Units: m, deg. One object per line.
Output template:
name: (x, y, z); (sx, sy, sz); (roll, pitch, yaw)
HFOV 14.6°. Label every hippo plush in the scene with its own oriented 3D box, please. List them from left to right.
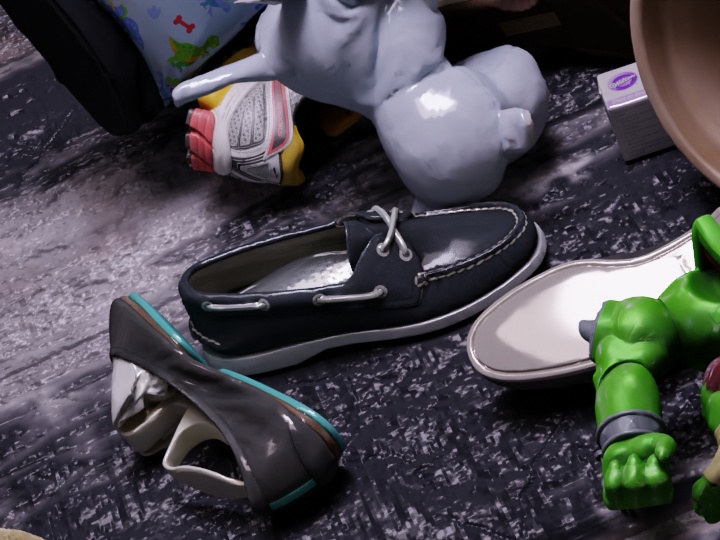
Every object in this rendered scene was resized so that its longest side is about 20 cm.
hippo plush: (0.038, -0.122, 1.550); (0.159, 0.161, 0.200); (-51, -8, 32)

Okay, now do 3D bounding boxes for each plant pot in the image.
plant pot: (0.248, -0.132, 1.464); (0.201, 0.201, 0.093); (6, 21, 34)

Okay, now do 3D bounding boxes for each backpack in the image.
backpack: (-0.105, -0.200, 1.650); (0.200, 0.163, 0.154); (-42, 19, -21)

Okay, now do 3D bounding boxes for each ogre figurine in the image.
ogre figurine: (0.193, 0.039, 1.337); (0.200, 0.098, 0.120); (-33, 47, 5)

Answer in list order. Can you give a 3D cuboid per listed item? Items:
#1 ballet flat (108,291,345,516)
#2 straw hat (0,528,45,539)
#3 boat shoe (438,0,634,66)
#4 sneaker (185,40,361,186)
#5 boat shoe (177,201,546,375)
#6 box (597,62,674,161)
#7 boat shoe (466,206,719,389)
ballet flat: (-0.090, 0.071, 1.479); (0.068, 0.068, 0.200); (-46, 40, -12)
straw hat: (-0.196, 0.225, 1.323); (0.201, 0.085, 0.201); (-17, 41, 15)
boat shoe: (0.133, -0.171, 1.648); (0.202, 0.075, 0.075); (-1, 48, 28)
sneaker: (-0.024, -0.116, 1.687); (0.082, 0.078, 0.200); (21, 52, 19)
boat shoe: (0.000, 0.000, 1.521); (0.200, 0.060, 0.076); (-21, 35, 4)
box: (0.232, -0.116, 1.558); (0.200, 0.041, 0.039); (-19, 35, 7)
boat shoe: (0.154, 0.017, 1.431); (0.200, 0.057, 0.067); (-25, 56, 5)
